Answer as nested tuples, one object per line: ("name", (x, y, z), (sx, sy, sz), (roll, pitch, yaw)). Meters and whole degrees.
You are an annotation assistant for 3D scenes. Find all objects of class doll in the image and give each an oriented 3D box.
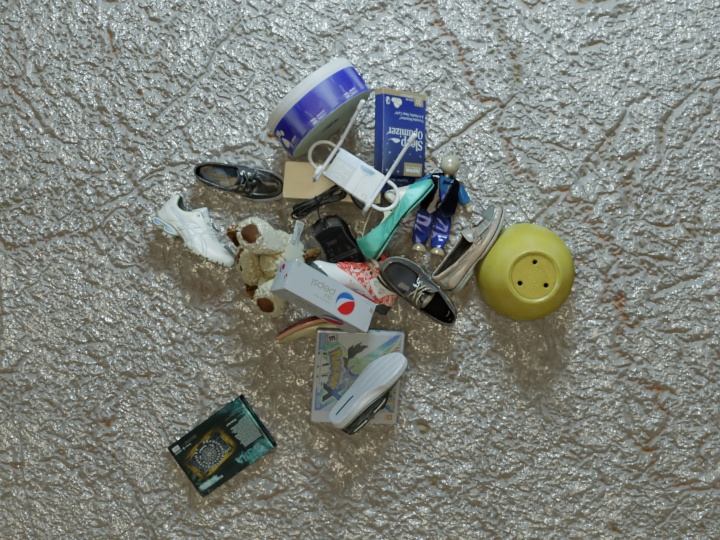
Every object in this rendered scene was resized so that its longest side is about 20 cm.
("doll", (0.164, -0.134, 1.469), (0.136, 0.048, 0.201), (12, 95, -5))

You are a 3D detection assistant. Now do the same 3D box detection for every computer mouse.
("computer mouse", (-0.034, -0.090, 1.461), (0.140, 0.046, 0.200), (-28, 121, 18))

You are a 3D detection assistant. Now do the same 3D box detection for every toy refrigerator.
("toy refrigerator", (-0.054, -0.175, 1.480), (0.199, 0.070, 0.076), (4, 88, 5))

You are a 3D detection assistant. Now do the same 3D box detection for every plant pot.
("plant pot", (0.330, 0.007, 1.414), (0.199, 0.142, 0.201), (0, 93, 6))

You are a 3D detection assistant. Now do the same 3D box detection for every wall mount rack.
("wall mount rack", (0.006, -0.209, 1.362), (0.199, 0.075, 0.174), (33, 81, -2))

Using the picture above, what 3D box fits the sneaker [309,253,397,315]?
("sneaker", (0.000, 0.000, 1.460), (0.201, 0.067, 0.108), (31, 94, -25))

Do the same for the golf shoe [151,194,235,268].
("golf shoe", (-0.335, -0.082, 1.512), (0.199, 0.078, 0.097), (33, 90, 2))

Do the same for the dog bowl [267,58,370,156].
("dog bowl", (-0.079, -0.313, 1.399), (0.200, 0.200, 0.079), (-39, 91, 7))

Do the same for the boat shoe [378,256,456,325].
("boat shoe", (0.123, 0.042, 1.439), (0.200, 0.073, 0.075), (35, 93, -23))

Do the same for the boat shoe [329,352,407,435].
("boat shoe", (0.024, 0.249, 1.461), (0.200, 0.072, 0.071), (-43, 127, 4))

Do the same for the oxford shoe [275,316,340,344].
("oxford shoe", (-0.078, 0.128, 1.500), (0.199, 0.071, 0.074), (-17, 97, 8))

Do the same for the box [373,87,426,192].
("box", (0.079, -0.255, 1.442), (0.032, 0.121, 0.201), (7, 97, 49))

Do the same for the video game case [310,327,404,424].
("video game case", (-0.007, 0.219, 1.489), (0.181, 0.022, 0.201), (3, 103, -7))

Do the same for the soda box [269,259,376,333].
("soda box", (-0.070, 0.053, 1.392), (0.199, 0.068, 0.064), (30, 69, -28))

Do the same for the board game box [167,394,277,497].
("board game box", (-0.298, 0.379, 1.557), (0.200, 0.028, 0.136), (-35, 90, 6))

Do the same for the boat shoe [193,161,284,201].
("boat shoe", (-0.251, -0.189, 1.498), (0.199, 0.066, 0.070), (16, 95, 5))

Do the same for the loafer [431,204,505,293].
("loafer", (0.217, -0.049, 1.452), (0.063, 0.072, 0.201), (27, 99, -19))

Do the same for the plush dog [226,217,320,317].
("plush dog", (-0.191, -0.020, 1.467), (0.171, 0.160, 0.201), (1, 108, 45))

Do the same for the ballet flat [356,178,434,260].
("ballet flat", (0.061, -0.115, 1.420), (0.070, 0.067, 0.200), (38, 90, -5))
